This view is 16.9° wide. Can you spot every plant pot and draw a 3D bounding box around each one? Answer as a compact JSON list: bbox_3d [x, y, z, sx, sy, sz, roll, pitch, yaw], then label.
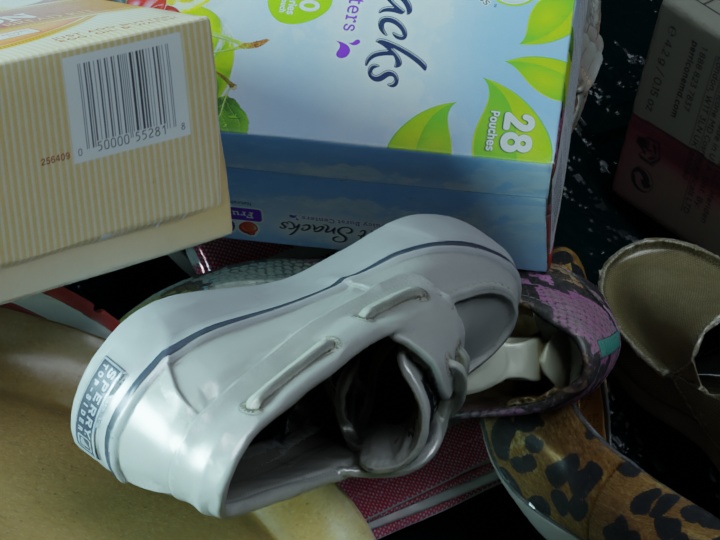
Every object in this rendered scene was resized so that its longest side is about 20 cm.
[{"bbox_3d":[-0.089,0.068,0.702,0.199,0.028,0.200,21,19,-7],"label":"plant pot"}]

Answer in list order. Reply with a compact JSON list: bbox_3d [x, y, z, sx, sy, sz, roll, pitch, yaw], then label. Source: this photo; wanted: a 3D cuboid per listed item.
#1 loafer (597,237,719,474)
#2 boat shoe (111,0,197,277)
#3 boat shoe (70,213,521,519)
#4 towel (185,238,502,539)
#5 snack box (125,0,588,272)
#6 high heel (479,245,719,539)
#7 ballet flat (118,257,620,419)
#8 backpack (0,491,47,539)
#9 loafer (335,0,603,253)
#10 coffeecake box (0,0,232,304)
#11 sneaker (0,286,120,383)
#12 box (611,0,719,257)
[{"bbox_3d":[0.155,0.035,0.974,0.075,0.068,0.200,-18,35,-16],"label":"loafer"},{"bbox_3d":[-0.068,-0.079,1.004,0.073,0.060,0.201,-5,58,-33],"label":"boat shoe"},{"bbox_3d":[0.000,0.032,0.747,0.066,0.072,0.199,33,23,28],"label":"boat shoe"},{"bbox_3d":[0.000,0.000,0.966,0.146,0.030,0.201,-20,82,-34],"label":"towel"},{"bbox_3d":[0.002,-0.102,0.919,0.167,0.068,0.201,7,53,7],"label":"snack box"},{"bbox_3d":[0.115,0.070,0.896,0.071,0.142,0.201,45,42,-47],"label":"high heel"},{"bbox_3d":[-0.006,0.029,0.874,0.198,0.071,0.070,-3,92,8],"label":"ballet flat"},{"bbox_3d":[-0.115,0.163,0.728,0.200,0.176,0.153,44,33,12],"label":"backpack"},{"bbox_3d":[0.058,-0.065,0.967,0.072,0.063,0.201,36,58,-11],"label":"loafer"},{"bbox_3d":[-0.161,-0.043,0.771,0.153,0.074,0.199,-18,21,-35],"label":"coffeecake box"},{"bbox_3d":[-0.108,0.081,0.817,0.199,0.078,0.116,33,54,-34],"label":"sneaker"},{"bbox_3d":[0.230,-0.046,1.053,0.200,0.110,0.127,37,44,28],"label":"box"}]
